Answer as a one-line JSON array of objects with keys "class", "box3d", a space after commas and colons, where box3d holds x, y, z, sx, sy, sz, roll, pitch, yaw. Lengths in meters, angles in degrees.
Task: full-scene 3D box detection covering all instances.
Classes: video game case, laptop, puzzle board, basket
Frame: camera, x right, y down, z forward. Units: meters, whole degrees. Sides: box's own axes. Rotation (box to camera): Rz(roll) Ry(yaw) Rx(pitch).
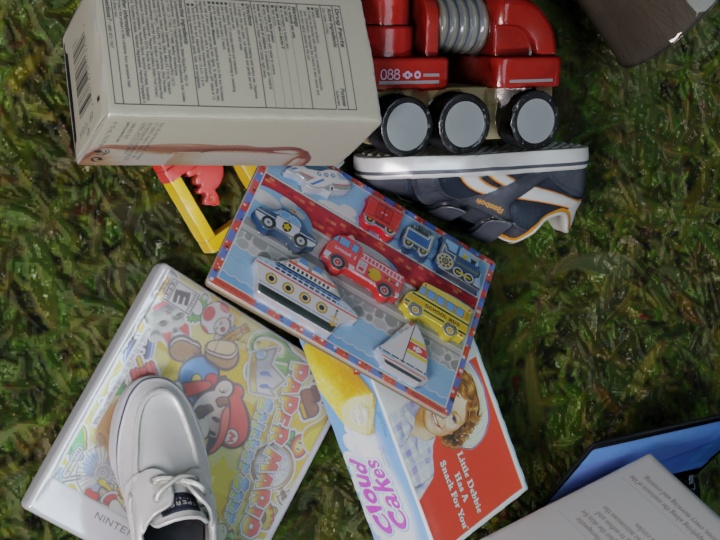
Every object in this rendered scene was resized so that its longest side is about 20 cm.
[{"class": "video game case", "box3d": [-0.123, 0.126, 1.095, 0.182, 0.023, 0.201, 34, 76, -23]}, {"class": "laptop", "box3d": [0.244, 0.221, 1.237, 0.176, 0.103, 0.201, -8, 94, -26]}, {"class": "puzzle board", "box3d": [0.000, 0.000, 1.076, 0.199, 0.017, 0.151, 30, 50, -11]}, {"class": "basket", "box3d": [0.202, -0.297, 1.196, 0.200, 0.136, 0.181, 41, 72, -17]}]

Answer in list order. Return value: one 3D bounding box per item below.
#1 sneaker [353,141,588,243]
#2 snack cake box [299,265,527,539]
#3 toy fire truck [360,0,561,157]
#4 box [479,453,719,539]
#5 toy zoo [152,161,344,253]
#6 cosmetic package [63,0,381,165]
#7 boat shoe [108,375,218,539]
[{"class": "sneaker", "box3d": [0.090, -0.060, 1.169, 0.199, 0.078, 0.080, -2, 103, -20]}, {"class": "snack cake box", "box3d": [0.041, 0.106, 1.138, 0.115, 0.067, 0.201, -29, 104, -41]}, {"class": "toy fire truck", "box3d": [0.056, -0.196, 1.140, 0.175, 0.129, 0.201, -5, 103, -27]}, {"class": "box", "box3d": [0.215, 0.294, 1.126, 0.171, 0.199, 0.201, -23, 125, -17]}, {"class": "toy zoo", "box3d": [-0.097, -0.105, 1.105, 0.131, 0.020, 0.201, -35, 105, -22]}, {"class": "cosmetic package", "box3d": [-0.097, -0.133, 1.033, 0.199, 0.087, 0.104, 0, 71, -25]}, {"class": "boat shoe", "box3d": [-0.127, 0.167, 1.024, 0.073, 0.065, 0.201, -6, 77, -26]}]
